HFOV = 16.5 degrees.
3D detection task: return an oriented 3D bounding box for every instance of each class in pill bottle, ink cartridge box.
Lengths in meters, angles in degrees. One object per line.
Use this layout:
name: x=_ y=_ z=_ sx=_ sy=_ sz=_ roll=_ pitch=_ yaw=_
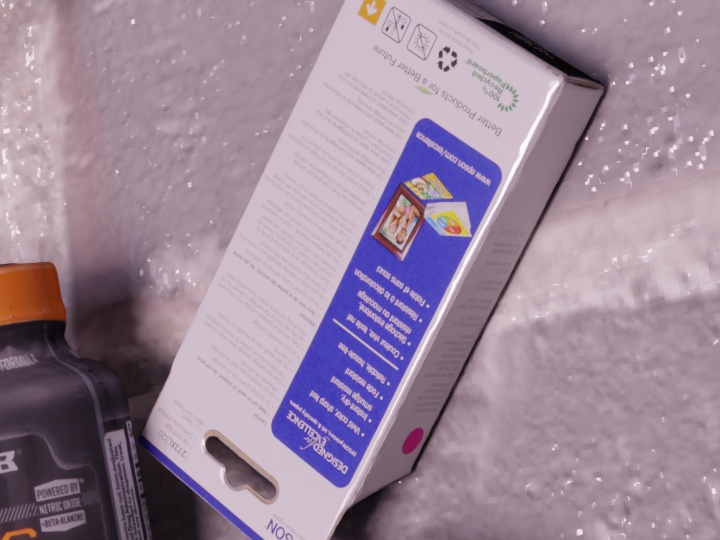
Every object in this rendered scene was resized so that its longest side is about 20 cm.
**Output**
pill bottle: x=-0.128 y=0.100 z=0.901 sx=0.106 sy=0.106 sz=0.202 roll=-12 pitch=88 yaw=35
ink cartridge box: x=0.000 y=0.000 z=0.869 sx=0.095 sy=0.037 sz=0.201 roll=36 pitch=106 yaw=31
